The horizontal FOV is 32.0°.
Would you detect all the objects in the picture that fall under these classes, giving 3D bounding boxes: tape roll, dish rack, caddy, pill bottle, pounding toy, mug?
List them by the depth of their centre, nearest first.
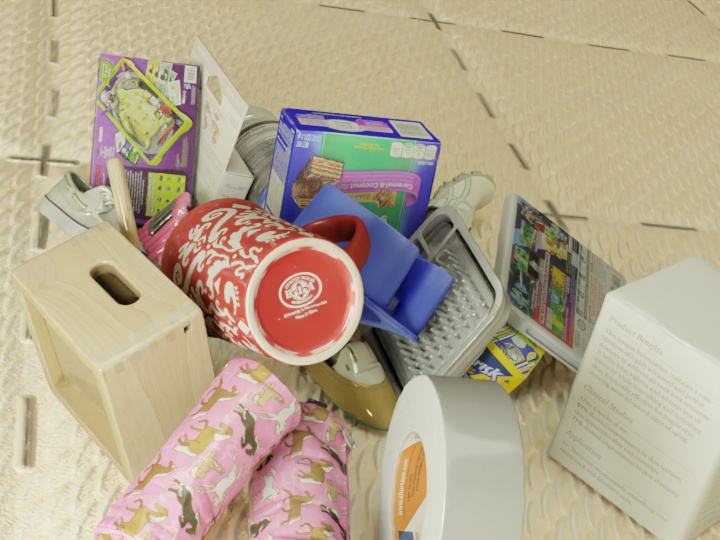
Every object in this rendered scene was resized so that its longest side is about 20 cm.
[{"bbox_3d":[0.069,0.186,1.018,0.066,0.201,0.201,7,31,-13],"label":"tape roll"},{"bbox_3d":[-0.074,-0.005,1.118,0.133,0.178,0.200,43,-10,-24],"label":"mug"},{"bbox_3d":[-0.210,0.042,1.119,0.142,0.185,0.200,-31,49,-25],"label":"pounding toy"},{"bbox_3d":[0.000,0.000,1.287,0.141,0.105,0.200,39,-1,-41],"label":"caddy"},{"bbox_3d":[0.080,0.043,1.322,0.043,0.172,0.200,31,19,-31],"label":"dish rack"},{"bbox_3d":[-0.105,-0.115,1.534,0.113,0.114,0.200,-4,34,-28],"label":"pill bottle"}]

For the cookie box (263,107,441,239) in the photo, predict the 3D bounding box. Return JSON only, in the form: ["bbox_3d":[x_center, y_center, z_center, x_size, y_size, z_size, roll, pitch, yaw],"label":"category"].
[{"bbox_3d":[-0.017,-0.068,1.400,0.170,0.201,0.075,3,26,-18],"label":"cookie box"}]

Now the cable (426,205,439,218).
[{"bbox_3d":[0.110,-0.003,1.465,0.096,0.050,0.201,13,49,-7],"label":"cable"}]

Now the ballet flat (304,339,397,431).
[{"bbox_3d":[-0.026,0.085,1.283,0.068,0.063,0.200,-13,40,-41],"label":"ballet flat"}]

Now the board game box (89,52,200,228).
[{"bbox_3d":[-0.254,-0.150,1.475,0.119,0.201,0.032,6,-11,-19],"label":"board game box"}]

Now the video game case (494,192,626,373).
[{"bbox_3d":[0.224,0.025,1.399,0.182,0.023,0.201,36,37,-16],"label":"video game case"}]

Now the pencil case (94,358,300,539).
[{"bbox_3d":[-0.130,0.164,1.015,0.082,0.087,0.200,-1,39,41],"label":"pencil case"}]

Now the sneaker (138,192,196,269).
[{"bbox_3d":[-0.188,-0.012,1.378,0.095,0.079,0.200,44,14,-28],"label":"sneaker"}]

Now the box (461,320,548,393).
[{"bbox_3d":[0.173,0.067,1.379,0.070,0.064,0.200,47,34,2],"label":"box"}]

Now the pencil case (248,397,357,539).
[{"bbox_3d":[-0.048,0.198,1.069,0.083,0.086,0.200,39,23,-21],"label":"pencil case"}]

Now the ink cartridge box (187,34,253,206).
[{"bbox_3d":[-0.179,-0.160,1.510,0.044,0.177,0.200,9,29,-32],"label":"ink cartridge box"}]

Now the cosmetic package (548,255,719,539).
[{"bbox_3d":[0.319,0.125,1.229,0.166,0.201,0.167,-17,43,-42],"label":"cosmetic package"}]

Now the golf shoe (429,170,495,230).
[{"bbox_3d":[0.115,-0.062,1.604,0.199,0.078,0.097,-22,63,-38],"label":"golf shoe"}]

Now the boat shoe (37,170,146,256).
[{"bbox_3d":[-0.283,-0.059,1.366,0.072,0.066,0.200,30,-1,-38],"label":"boat shoe"}]
